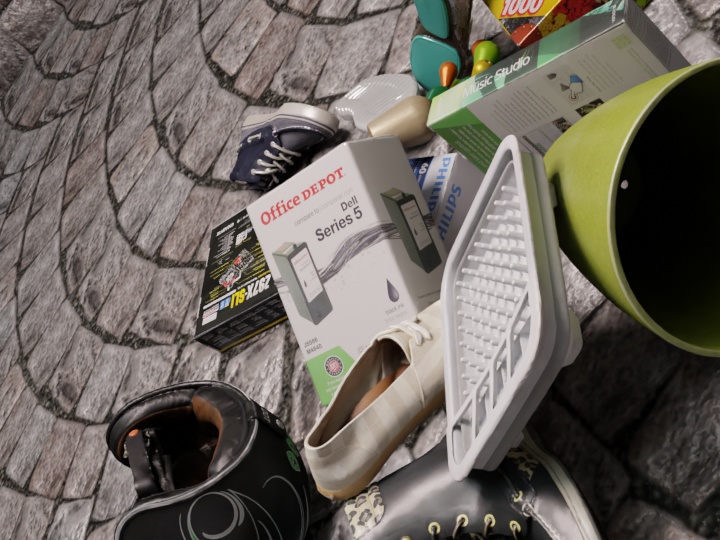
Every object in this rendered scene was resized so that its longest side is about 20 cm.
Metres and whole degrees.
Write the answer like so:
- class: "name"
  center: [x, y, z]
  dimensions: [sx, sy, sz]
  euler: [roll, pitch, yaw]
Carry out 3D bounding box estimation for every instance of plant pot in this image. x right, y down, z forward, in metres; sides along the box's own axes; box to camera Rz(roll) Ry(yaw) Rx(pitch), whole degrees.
- class: "plant pot"
  center: [0.207, -0.052, 0.754]
  dimensions: [0.188, 0.186, 0.200]
  euler: [-60, 19, -2]

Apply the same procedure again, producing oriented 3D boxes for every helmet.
- class: "helmet"
  center: [-0.143, 0.218, 0.976]
  dimensions: [0.198, 0.192, 0.201]
  euler: [-10, 37, 7]

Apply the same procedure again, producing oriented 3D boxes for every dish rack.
- class: "dish rack"
  center: [0.101, 0.027, 0.729]
  dimensions: [0.173, 0.043, 0.201]
  euler: [110, 165, -46]

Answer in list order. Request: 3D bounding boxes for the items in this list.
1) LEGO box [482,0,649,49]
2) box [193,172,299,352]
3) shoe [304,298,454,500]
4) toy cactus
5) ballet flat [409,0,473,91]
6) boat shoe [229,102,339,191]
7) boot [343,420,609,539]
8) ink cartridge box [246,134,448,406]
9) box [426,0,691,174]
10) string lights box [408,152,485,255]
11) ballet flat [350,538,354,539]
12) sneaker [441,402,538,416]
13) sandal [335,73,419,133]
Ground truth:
- class: "LEGO box"
  center: [0.193, -0.295, 1.031]
  dimensions: [0.149, 0.077, 0.201]
  euler: [-47, 35, 19]
- class: "box"
  center: [-0.109, -0.012, 1.238]
  dimensions: [0.199, 0.049, 0.161]
  euler: [-28, 47, 39]
- class: "shoe"
  center: [0.027, 0.084, 0.813]
  dimensions: [0.070, 0.054, 0.200]
  euler: [7, 48, 48]
- class: "toy cactus"
  center: [0.088, -0.150, 1.011]
  dimensions: [0.164, 0.103, 0.200]
  euler: [-24, 23, -2]
- class: "ballet flat"
  center: [0.089, -0.251, 1.077]
  dimensions: [0.071, 0.201, 0.073]
  euler: [-1, 70, 3]
- class: "boat shoe"
  center: [-0.096, -0.146, 1.316]
  dimensions: [0.199, 0.074, 0.094]
  euler: [0, 71, 61]
- class: "boot"
  center: [0.081, 0.184, 0.738]
  dimensions: [0.153, 0.074, 0.204]
  euler: [-32, 33, -1]
- class: "ink cartridge box"
  center: [0.000, 0.000, 0.960]
  dimensions: [0.145, 0.084, 0.202]
  euler: [-28, 82, 39]
- class: "box"
  center: [0.173, -0.126, 0.865]
  dimensions: [0.199, 0.144, 0.037]
  euler: [-23, 42, 41]
- class: "string lights box"
  center: [0.033, -0.054, 1.071]
  dimensions: [0.199, 0.059, 0.104]
  euler: [2, 66, 53]
- class: "ballet flat"
  center: [0.030, 0.227, 0.864]
  dimensions: [0.200, 0.069, 0.070]
  euler: [-46, 35, 23]
- class: "sneaker"
  center: [0.131, 0.030, 0.873]
  dimensions: [0.089, 0.067, 0.202]
  euler: [-2, 69, 51]
- class: "sandal"
  center: [0.029, -0.180, 1.192]
  dimensions: [0.082, 0.050, 0.203]
  euler: [-41, 22, 1]
